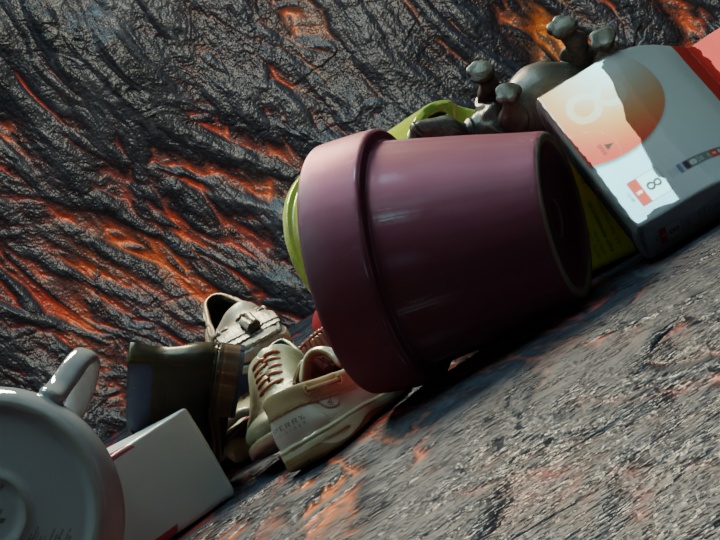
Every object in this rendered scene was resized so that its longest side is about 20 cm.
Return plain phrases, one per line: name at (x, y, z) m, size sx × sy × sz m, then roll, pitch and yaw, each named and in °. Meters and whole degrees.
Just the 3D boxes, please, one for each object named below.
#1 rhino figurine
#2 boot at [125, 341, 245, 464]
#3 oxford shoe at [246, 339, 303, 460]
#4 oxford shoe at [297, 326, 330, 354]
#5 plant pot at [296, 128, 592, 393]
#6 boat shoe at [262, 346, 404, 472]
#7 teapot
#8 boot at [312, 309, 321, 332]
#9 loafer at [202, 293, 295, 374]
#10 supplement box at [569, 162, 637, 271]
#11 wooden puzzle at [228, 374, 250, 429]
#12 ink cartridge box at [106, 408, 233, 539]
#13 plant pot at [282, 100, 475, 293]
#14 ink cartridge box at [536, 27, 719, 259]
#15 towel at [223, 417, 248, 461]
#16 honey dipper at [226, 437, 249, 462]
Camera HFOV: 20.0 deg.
rhino figurine at (0.117, -0.127, 1.621) m, size 0.199 × 0.060 × 0.088 m, roll -27°, pitch -36°, yaw 2°
boot at (-0.158, 0.119, 1.729) m, size 0.201 × 0.096 × 0.075 m, roll 108°, pitch 169°, yaw -50°
oxford shoe at (-0.072, 0.105, 1.698) m, size 0.070 × 0.074 × 0.200 m, roll -27°, pitch 5°, yaw 4°
oxford shoe at (0.016, 0.072, 1.833) m, size 0.199 × 0.071 × 0.074 m, roll -30°, pitch -21°, yaw 8°
plant pot at (0.072, -0.021, 1.539) m, size 0.177 × 0.202 × 0.200 m, roll -13°, pitch 8°, yaw 19°
boat shoe at (-0.019, 0.090, 1.591) m, size 0.073 × 0.070 × 0.200 m, roll -30°, pitch 3°, yaw 22°
teapot at (-0.256, 0.178, 1.473) m, size 0.198 × 0.199 × 0.146 m, roll -20°, pitch -9°, yaw -4°
boot at (0.000, 0.000, 1.842) m, size 0.200 × 0.073 × 0.144 m, roll -38°, pitch -28°, yaw 29°
loafer at (-0.115, 0.056, 1.907) m, size 0.071 × 0.063 × 0.200 m, roll -23°, pitch 7°, yaw -14°
supplement box at (0.136, -0.040, 1.682) m, size 0.199 × 0.110 × 0.109 m, roll -25°, pitch 4°, yaw 19°
wooden puzzle at (-0.152, 0.145, 1.910) m, size 0.199 × 0.046 × 0.185 m, roll -36°, pitch 3°, yaw 19°
ink cartridge box at (-0.221, 0.203, 1.657) m, size 0.145 × 0.084 × 0.199 m, roll -33°, pitch 3°, yaw -43°
plant pot at (0.054, -0.063, 1.974) m, size 0.200 × 0.201 × 0.184 m, roll -33°, pitch -6°, yaw -44°
ink cartridge box at (0.256, -0.119, 1.539) m, size 0.199 × 0.163 × 0.050 m, roll -33°, pitch -40°, yaw 0°
towel at (-0.151, 0.184, 1.981) m, size 0.199 × 0.023 × 0.144 m, roll -32°, pitch 4°, yaw 19°
honey dipper at (-0.049, 0.120, 1.898) m, size 0.200 × 0.038 × 0.038 m, roll -38°, pitch 6°, yaw -33°
